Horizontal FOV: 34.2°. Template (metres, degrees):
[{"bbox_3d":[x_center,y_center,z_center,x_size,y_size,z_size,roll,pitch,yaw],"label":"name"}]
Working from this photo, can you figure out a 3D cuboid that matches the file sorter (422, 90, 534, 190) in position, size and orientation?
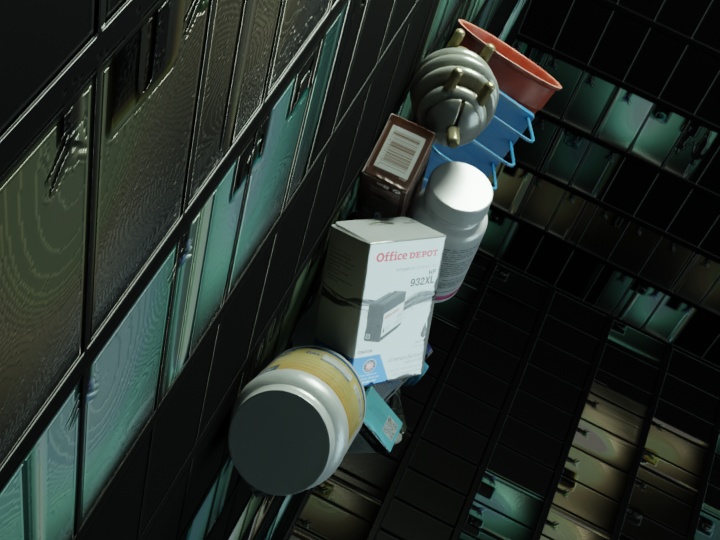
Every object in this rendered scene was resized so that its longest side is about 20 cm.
[{"bbox_3d":[0.156,-0.177,1.792,0.201,0.138,0.123,-52,-166,25],"label":"file sorter"}]

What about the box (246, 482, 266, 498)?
[{"bbox_3d":[-0.081,0.258,1.819,0.156,0.050,0.200,-28,-169,22],"label":"box"}]

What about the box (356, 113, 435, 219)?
[{"bbox_3d":[0.046,-0.126,1.649,0.200,0.074,0.101,96,20,-70],"label":"box"}]

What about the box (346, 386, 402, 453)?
[{"bbox_3d":[-0.045,0.206,1.603,0.198,0.083,0.049,-8,-139,42],"label":"box"}]

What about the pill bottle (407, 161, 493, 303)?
[{"bbox_3d":[0.120,-0.055,1.708,0.114,0.112,0.201,-60,174,-40],"label":"pill bottle"}]

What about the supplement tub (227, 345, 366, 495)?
[{"bbox_3d":[-0.076,0.179,1.414,0.146,0.143,0.200,-66,175,11],"label":"supplement tub"}]

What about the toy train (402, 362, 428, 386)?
[{"bbox_3d":[0.036,0.143,1.927,0.085,0.116,0.200,-43,-177,-21],"label":"toy train"}]

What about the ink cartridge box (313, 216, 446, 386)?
[{"bbox_3d":[0.024,0.041,1.550,0.144,0.083,0.203,-7,113,-41],"label":"ink cartridge box"}]

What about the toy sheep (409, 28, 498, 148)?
[{"bbox_3d":[0.131,-0.242,1.622,0.202,0.136,0.139,-77,-174,-46],"label":"toy sheep"}]

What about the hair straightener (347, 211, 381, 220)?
[{"bbox_3d":[0.033,0.014,1.652,0.041,0.076,0.203,-39,124,-63],"label":"hair straightener"}]

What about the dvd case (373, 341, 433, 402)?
[{"bbox_3d":[0.010,0.128,1.708,0.200,0.144,0.017,-44,-154,-26],"label":"dvd case"}]

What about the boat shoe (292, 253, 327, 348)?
[{"bbox_3d":[-0.038,0.043,1.621,0.068,0.071,0.203,-38,145,-76],"label":"boat shoe"}]

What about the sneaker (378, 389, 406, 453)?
[{"bbox_3d":[0.019,0.204,1.776,0.200,0.075,0.116,49,21,-59],"label":"sneaker"}]

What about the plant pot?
[{"bbox_3d":[0.192,-0.269,1.908,0.197,0.199,0.201,-57,177,17],"label":"plant pot"}]
